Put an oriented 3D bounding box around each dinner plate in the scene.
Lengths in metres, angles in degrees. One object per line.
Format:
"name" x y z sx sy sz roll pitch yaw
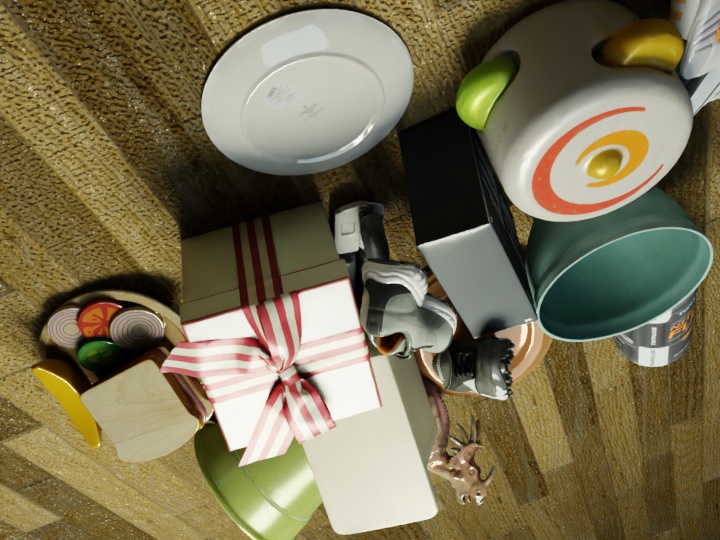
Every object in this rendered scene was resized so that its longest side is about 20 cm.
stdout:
"dinner plate" -0.044 -0.151 0.875 0.199 0.024 0.201 -11 143 -8

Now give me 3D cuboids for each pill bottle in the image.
"pill bottle" 0.374 0.034 1.229 0.106 0.107 0.200 -19 145 3

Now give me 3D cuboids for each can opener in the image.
"can opener" 0.000 0.000 1.057 0.053 0.067 0.201 -10 144 -9

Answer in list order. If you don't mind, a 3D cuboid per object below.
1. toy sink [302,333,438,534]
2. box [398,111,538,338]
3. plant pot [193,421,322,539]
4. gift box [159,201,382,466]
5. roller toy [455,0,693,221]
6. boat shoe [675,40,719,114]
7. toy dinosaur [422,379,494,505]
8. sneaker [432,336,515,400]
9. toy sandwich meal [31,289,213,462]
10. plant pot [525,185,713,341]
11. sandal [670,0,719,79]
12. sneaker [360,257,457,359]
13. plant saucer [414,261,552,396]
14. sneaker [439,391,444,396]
"toy sink" 0.011 0.178 1.104 0.130 0.112 0.201 -16 102 17
"box" 0.112 -0.041 0.980 0.078 0.142 0.200 -19 145 13
"plant pot" -0.081 0.225 1.249 0.190 0.200 0.200 -40 141 10
"gift box" -0.093 0.068 0.964 0.199 0.187 0.185 -21 122 -1
"roller toy" 0.206 -0.142 0.890 0.199 0.140 0.182 -27 144 12
"boat shoe" 0.338 -0.191 0.936 0.066 0.074 0.200 12 135 -37
"toy dinosaur" 0.084 0.189 1.191 0.135 0.086 0.201 -14 112 28
"sneaker" 0.125 0.110 1.077 0.090 0.067 0.200 2 173 6
"toy sandwich meal" -0.258 0.117 1.038 0.203 0.070 0.206 0 118 1
"plant pot" 0.268 -0.032 1.070 0.199 0.135 0.201 -11 144 -8
"sandal" 0.310 -0.273 0.836 0.079 0.059 0.208 -19 129 -36
"sneaker" 0.041 0.053 0.946 0.073 0.080 0.200 9 165 23
"plant saucer" 0.145 0.074 1.171 0.199 0.038 0.201 -3 118 -6
"sneaker" 0.116 0.113 1.268 0.200 0.077 0.085 -45 175 16
